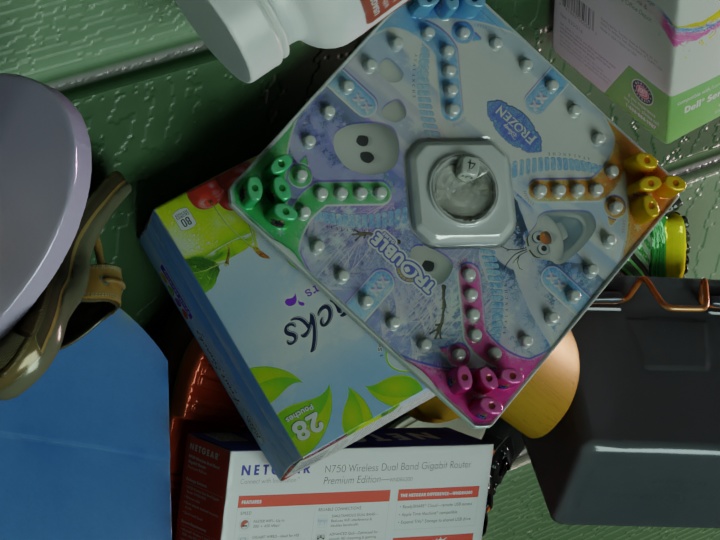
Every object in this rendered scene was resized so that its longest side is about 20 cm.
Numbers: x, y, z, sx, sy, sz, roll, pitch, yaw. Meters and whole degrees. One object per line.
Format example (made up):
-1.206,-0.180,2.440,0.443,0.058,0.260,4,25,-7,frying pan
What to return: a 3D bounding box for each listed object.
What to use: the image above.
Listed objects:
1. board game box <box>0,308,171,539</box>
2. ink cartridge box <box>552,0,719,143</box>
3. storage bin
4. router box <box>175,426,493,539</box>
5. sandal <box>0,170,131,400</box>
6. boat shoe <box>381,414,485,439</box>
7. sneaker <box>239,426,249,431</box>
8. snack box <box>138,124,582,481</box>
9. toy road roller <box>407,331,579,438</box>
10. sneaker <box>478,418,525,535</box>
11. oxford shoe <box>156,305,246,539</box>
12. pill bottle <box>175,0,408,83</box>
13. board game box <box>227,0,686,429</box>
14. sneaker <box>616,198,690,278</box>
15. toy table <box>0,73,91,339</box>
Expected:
-0.184,0.099,1.454,0.158,0.200,0.039,11,154,-30,board game box
0.176,-0.191,1.542,0.067,0.117,0.200,-26,140,-24,ink cartridge box
0.199,0.088,1.712,0.200,0.134,0.146,2,134,-15,storage bin
-0.019,0.188,1.574,0.200,0.049,0.180,2,99,-37,router box
-0.157,0.017,1.395,0.054,0.200,0.080,42,115,-16,sandal
-0.006,0.134,1.740,0.200,0.057,0.067,-34,128,-21,boat shoe
-0.088,0.123,1.631,0.200,0.078,0.090,-33,166,3,sneaker
0.000,0.000,1.514,0.200,0.169,0.068,-28,172,-20,snack box
0.093,0.012,1.632,0.200,0.146,0.123,-48,143,4,toy road roller
0.070,0.158,1.792,0.200,0.090,0.070,-38,142,-9,sneaker
-0.118,0.114,1.568,0.071,0.073,0.200,19,98,-41,oxford shoe
-0.004,-0.190,1.381,0.200,0.112,0.112,-37,142,-11,pill bottle
0.059,-0.046,1.489,0.200,0.200,0.026,-49,-176,-21,board game box
0.175,0.025,1.792,0.085,0.078,0.200,-22,129,-17,sneaker
-0.238,-0.022,1.288,0.200,0.184,0.117,-55,158,7,toy table
